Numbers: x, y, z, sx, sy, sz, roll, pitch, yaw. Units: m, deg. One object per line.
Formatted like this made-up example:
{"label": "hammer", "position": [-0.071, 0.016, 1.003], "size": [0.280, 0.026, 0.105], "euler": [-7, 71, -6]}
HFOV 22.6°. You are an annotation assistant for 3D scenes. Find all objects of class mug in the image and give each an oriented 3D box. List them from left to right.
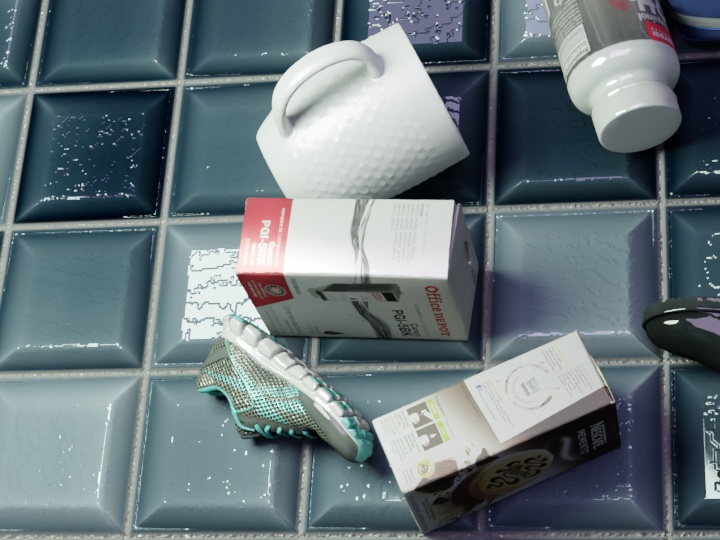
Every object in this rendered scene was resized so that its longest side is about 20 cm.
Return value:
{"label": "mug", "position": [-0.013, -0.146, 1.726], "size": [0.175, 0.200, 0.148], "euler": [-29, 56, 4]}

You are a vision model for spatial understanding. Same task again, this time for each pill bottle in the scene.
{"label": "pill bottle", "position": [0.248, -0.219, 1.759], "size": [0.111, 0.111, 0.200], "euler": [-14, 61, 4]}

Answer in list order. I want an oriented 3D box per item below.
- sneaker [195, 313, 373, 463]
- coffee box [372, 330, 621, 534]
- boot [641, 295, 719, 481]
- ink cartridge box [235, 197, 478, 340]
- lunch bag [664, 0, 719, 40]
{"label": "sneaker", "position": [-0.073, 0.129, 1.680], "size": [0.200, 0.078, 0.091], "euler": [37, 91, 29]}
{"label": "coffee box", "position": [0.123, 0.145, 1.597], "size": [0.200, 0.113, 0.080], "euler": [-24, 61, -1]}
{"label": "boot", "position": [0.343, 0.112, 1.596], "size": [0.198, 0.073, 0.163], "euler": [4, 68, 13]}
{"label": "ink cartridge box", "position": [0.000, 0.000, 1.677], "size": [0.200, 0.147, 0.083], "euler": [1, 65, 13]}
{"label": "lunch bag", "position": [0.373, -0.328, 1.777], "size": [0.136, 0.132, 0.200], "euler": [5, 59, 34]}
